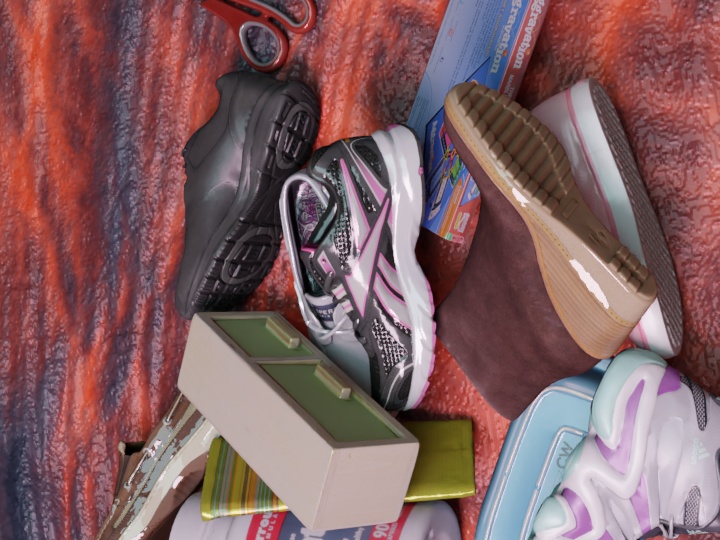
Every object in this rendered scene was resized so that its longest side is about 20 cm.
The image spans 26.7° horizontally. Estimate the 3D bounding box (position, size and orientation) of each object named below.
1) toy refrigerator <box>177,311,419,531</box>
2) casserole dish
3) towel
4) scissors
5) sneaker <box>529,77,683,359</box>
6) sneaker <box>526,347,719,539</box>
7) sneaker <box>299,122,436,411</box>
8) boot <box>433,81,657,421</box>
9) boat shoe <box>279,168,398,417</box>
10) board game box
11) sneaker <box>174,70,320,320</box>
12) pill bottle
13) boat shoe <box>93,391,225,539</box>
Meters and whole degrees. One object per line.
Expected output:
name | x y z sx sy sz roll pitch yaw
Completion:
toy refrigerator | -0.048 0.098 1.074 0.200 0.075 0.071 38 120 48
casserole dish | 0.148 0.159 1.082 0.120 0.039 0.202 21 98 19
towel | -0.016 0.145 1.100 0.198 0.086 0.018 -5 122 6
scissors | -0.122 -0.226 1.202 0.199 0.014 0.074 34 105 19
sneaker | 0.151 -0.023 1.060 0.104 0.075 0.202 -22 80 23
sneaker | 0.193 0.166 1.004 0.139 0.078 0.201 26 106 14
sneaker | 0.000 0.000 1.071 0.085 0.080 0.202 -6 96 -11
boot | 0.087 -0.007 1.019 0.200 0.072 0.166 51 134 5
boat shoe | -0.017 0.021 1.129 0.071 0.068 0.202 -8 91 21
board game box | 0.076 -0.129 1.086 0.103 0.019 0.202 35 107 58
sneaker | -0.102 -0.059 1.171 0.090 0.076 0.201 24 93 30
pill bottle | -0.035 0.217 1.113 0.198 0.119 0.121 3 92 22
boat shoe | -0.161 0.163 1.194 0.075 0.075 0.203 40 93 19
